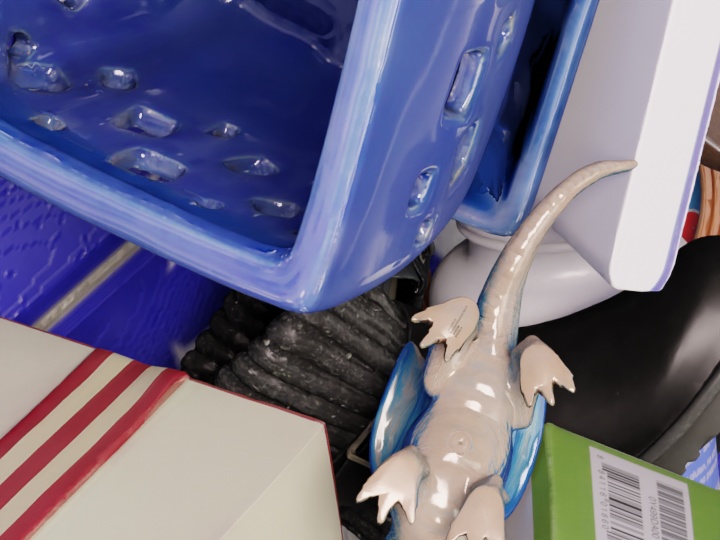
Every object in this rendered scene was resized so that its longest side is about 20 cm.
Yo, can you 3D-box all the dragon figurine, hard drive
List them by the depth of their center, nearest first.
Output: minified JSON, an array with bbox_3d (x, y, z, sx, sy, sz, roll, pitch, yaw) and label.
[{"bbox_3d":[0.035,0.055,1.022,0.099,0.059,0.201,108,0,-76],"label":"dragon figurine"},{"bbox_3d":[0.079,-0.090,1.103,0.025,0.200,0.133,5,109,-21],"label":"hard drive"}]

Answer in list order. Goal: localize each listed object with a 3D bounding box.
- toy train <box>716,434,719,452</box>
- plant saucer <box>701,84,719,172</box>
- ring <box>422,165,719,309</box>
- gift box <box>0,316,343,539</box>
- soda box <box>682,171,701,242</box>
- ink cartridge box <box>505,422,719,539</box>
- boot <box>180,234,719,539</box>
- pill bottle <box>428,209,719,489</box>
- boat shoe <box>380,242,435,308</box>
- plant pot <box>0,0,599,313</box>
[{"bbox_3d":[0.189,-0.010,1.425,0.114,0.085,0.201,-24,130,-54],"label":"toy train"},{"bbox_3d":[0.140,-0.118,1.243,0.200,0.201,0.034,-11,163,-48],"label":"plant saucer"},{"bbox_3d":[0.089,-0.021,1.267,0.199,0.019,0.202,-8,112,-20],"label":"ring"},{"bbox_3d":[-0.107,0.157,1.044,0.187,0.184,0.201,-45,136,-41],"label":"gift box"},{"bbox_3d":[0.109,0.012,1.346,0.068,0.064,0.201,-1,112,-51],"label":"soda box"},{"bbox_3d":[0.054,0.179,1.067,0.075,0.148,0.200,21,124,-14],"label":"ink cartridge box"},{"bbox_3d":[0.043,0.029,1.107,0.158,0.080,0.211,41,110,-13],"label":"boot"},{"bbox_3d":[0.086,0.043,1.214,0.112,0.112,0.201,-28,120,-39],"label":"pill bottle"},{"bbox_3d":[-0.002,0.000,1.187,0.074,0.066,0.200,7,109,-31],"label":"boat shoe"},{"bbox_3d":[-0.022,-0.117,0.998,0.179,0.199,0.201,-8,119,-56],"label":"plant pot"}]
